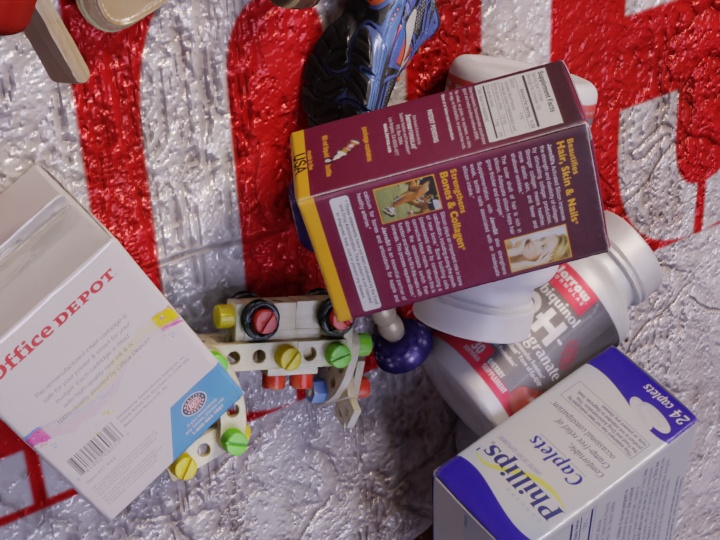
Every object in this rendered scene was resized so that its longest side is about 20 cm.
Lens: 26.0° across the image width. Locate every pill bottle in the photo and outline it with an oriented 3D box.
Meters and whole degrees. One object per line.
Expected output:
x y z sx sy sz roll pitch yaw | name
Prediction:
0.105 -0.054 1.188 0.115 0.115 0.202 1 107 -37 | pill bottle
0.154 0.043 1.302 0.200 0.111 0.111 -40 133 -11 | pill bottle

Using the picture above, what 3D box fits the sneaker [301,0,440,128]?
0.019 -0.165 1.106 0.078 0.075 0.202 -1 118 -40 | sneaker

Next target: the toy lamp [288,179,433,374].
0.000 0.000 1.198 0.058 0.058 0.201 -41 133 -9 | toy lamp

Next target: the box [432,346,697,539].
0.162 0.194 1.275 0.199 0.105 0.185 -32 144 -23 | box

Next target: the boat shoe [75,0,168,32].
-0.099 -0.227 0.984 0.200 0.065 0.072 -46 133 -5 | boat shoe

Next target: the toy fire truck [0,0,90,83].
-0.213 -0.168 0.857 0.198 0.176 0.130 9 110 -40 | toy fire truck

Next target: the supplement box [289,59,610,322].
0.061 -0.054 1.068 0.198 0.086 0.111 -15 128 4 | supplement box

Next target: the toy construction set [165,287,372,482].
-0.063 0.081 1.174 0.198 0.092 0.133 -6 103 -40 | toy construction set

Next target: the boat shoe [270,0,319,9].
-0.005 -0.264 1.028 0.067 0.072 0.202 11 106 -38 | boat shoe

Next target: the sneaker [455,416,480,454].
0.138 0.198 1.404 0.113 0.075 0.202 -8 117 -30 | sneaker

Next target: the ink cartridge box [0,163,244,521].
-0.195 0.039 1.027 0.128 0.125 0.201 -42 133 -9 | ink cartridge box
